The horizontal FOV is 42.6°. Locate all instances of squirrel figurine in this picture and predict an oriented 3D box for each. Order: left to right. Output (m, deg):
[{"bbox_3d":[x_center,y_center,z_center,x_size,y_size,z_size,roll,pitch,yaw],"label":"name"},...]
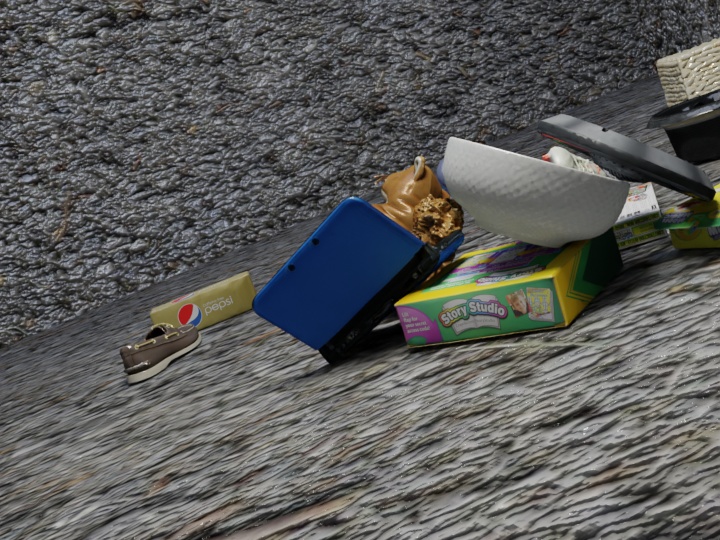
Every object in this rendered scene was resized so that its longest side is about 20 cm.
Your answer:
[{"bbox_3d":[0.070,-0.052,1.237,0.198,0.142,0.188,15,64,46],"label":"squirrel figurine"}]

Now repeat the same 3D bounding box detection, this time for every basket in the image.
[{"bbox_3d":[0.662,-0.339,1.673,0.195,0.164,0.200,-20,7,10],"label":"basket"}]

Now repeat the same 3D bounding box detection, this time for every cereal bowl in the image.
[{"bbox_3d":[0.176,-0.076,0.968,0.196,0.085,0.200,13,9,-2],"label":"cereal bowl"}]

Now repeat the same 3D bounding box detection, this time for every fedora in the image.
[{"bbox_3d":[0.560,-0.229,1.461,0.197,0.093,0.201,-20,9,3],"label":"fedora"}]

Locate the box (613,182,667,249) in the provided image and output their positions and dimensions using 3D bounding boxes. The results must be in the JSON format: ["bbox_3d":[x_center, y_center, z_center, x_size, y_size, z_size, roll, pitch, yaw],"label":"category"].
[{"bbox_3d":[0.334,-0.067,1.199,0.108,0.035,0.200,-18,9,19],"label":"box"}]

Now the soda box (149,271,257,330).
[{"bbox_3d":[-0.290,0.069,1.732,0.197,0.065,0.068,-22,9,-6],"label":"soda box"}]

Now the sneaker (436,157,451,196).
[{"bbox_3d":[0.182,-0.086,1.177,0.082,0.197,0.075,126,160,-55],"label":"sneaker"}]

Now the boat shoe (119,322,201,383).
[{"bbox_3d":[-0.326,0.120,1.516,0.071,0.061,0.200,-17,10,25],"label":"boat shoe"}]

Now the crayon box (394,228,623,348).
[{"bbox_3d":[0.164,0.017,1.015,0.197,0.059,0.172,-13,13,39],"label":"crayon box"}]

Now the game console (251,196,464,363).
[{"bbox_3d":[0.000,0.000,1.077,0.200,0.119,0.170,-44,-5,29],"label":"game console"}]

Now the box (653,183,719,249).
[{"bbox_3d":[0.421,-0.071,0.993,0.197,0.049,0.117,-22,9,-24],"label":"box"}]

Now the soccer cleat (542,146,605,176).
[{"bbox_3d":[0.296,-0.130,1.266,0.076,0.071,0.200,-14,-11,15],"label":"soccer cleat"}]

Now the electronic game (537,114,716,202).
[{"bbox_3d":[0.280,-0.117,0.981,0.197,0.042,0.200,22,11,-4],"label":"electronic game"}]
